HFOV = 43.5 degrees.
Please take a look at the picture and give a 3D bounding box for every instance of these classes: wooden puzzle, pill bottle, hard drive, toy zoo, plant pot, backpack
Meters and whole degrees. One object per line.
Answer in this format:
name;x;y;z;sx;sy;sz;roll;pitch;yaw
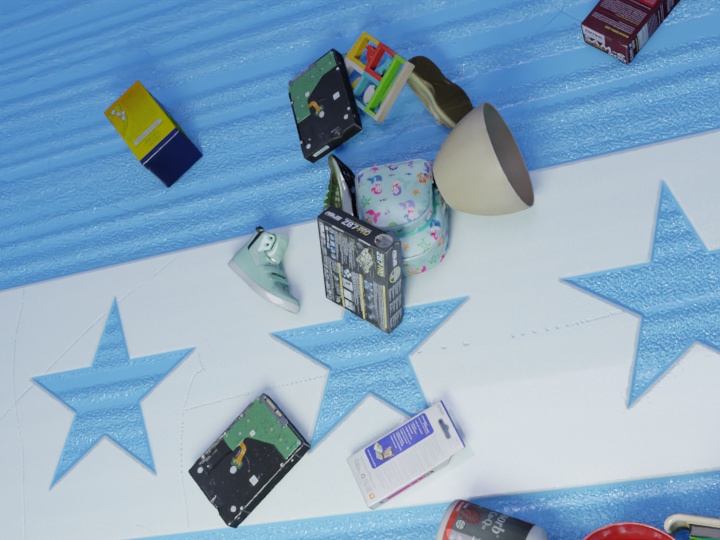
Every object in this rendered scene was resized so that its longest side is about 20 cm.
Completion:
wooden puzzle;0.525;0.365;1.243;0.197;0.185;0.038;-2;70;21
pill bottle;0.221;0.435;1.379;0.197;0.116;0.118;13;73;26
hard drive;-0.076;-0.339;1.859;0.139;0.038;0.203;-31;59;26
toy zoo;0.017;-0.402;1.839;0.200;0.020;0.132;46;111;41
plant pot;0.208;-0.179;1.612;0.133;0.200;0.203;-25;60;23
backpack;0.076;-0.097;1.653;0.174;0.151;0.204;-8;70;11
hard drive;-0.201;0.341;1.629;0.200;0.038;0.140;-48;59;-1

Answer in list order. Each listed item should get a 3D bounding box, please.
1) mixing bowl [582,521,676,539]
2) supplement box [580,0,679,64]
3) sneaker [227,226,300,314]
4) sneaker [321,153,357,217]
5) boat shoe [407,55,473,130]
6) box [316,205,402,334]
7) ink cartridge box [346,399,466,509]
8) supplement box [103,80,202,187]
mixing bowl;0.395;0.471;1.295;0.197;0.108;0.204;-8;67;19
supplement box;0.517;-0.498;1.689;0.108;0.061;0.201;37;85;31
sneaker;-0.165;-0.007;1.747;0.200;0.074;0.119;38;92;33
sneaker;-0.050;-0.139;1.766;0.088;0.077;0.203;-25;58;20
boat shoe;0.154;-0.337;1.777;0.073;0.064;0.201;-28;64;-22
box;0.000;0.000;1.610;0.160;0.202;0.049;29;52;31
ink cartridge box;0.079;0.314;1.536;0.198;0.037;0.095;-34;59;9
supplement box;-0.454;-0.299;1.975;0.109;0.109;0.200;-41;59;1
